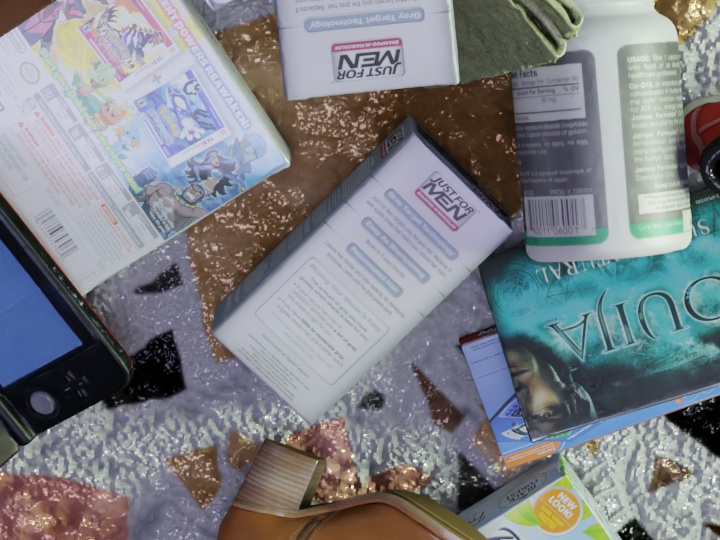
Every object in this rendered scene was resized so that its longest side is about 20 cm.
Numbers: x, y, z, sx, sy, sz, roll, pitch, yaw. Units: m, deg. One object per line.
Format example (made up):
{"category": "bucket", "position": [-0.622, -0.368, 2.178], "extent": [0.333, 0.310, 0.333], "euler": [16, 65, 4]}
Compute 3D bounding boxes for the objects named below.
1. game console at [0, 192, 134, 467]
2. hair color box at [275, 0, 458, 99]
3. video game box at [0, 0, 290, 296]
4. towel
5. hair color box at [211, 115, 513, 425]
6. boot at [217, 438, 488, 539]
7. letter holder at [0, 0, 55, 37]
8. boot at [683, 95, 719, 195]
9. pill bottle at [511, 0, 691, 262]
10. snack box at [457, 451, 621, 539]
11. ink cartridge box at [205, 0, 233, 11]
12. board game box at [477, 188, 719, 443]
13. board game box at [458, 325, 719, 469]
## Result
{"category": "game console", "position": [-0.288, 0.054, 1.425], "extent": [0.172, 0.119, 0.200], "euler": [-27, 107, 33]}
{"category": "hair color box", "position": [-0.003, -0.203, 1.173], "extent": [0.099, 0.061, 0.200], "euler": [-6, 104, 2]}
{"category": "video game box", "position": [-0.175, -0.111, 1.422], "extent": [0.182, 0.047, 0.200], "euler": [-30, 105, 11]}
{"category": "towel", "position": [0.052, -0.186, 1.337], "extent": [0.036, 0.200, 0.148], "euler": [-45, 105, -22]}
{"category": "hair color box", "position": [0.000, 0.000, 1.449], "extent": [0.099, 0.061, 0.200], "euler": [43, 102, -12]}
{"category": "boot", "position": [-0.011, 0.223, 1.478], "extent": [0.200, 0.074, 0.155], "euler": [20, 90, 22]}
{"category": "letter holder", "position": [-0.316, -0.188, 1.332], "extent": [0.200, 0.142, 0.101], "euler": [-32, 68, 8]}
{"category": "boot", "position": [0.318, -0.087, 1.384], "extent": [0.200, 0.144, 0.073], "euler": [-9, 104, 1]}
{"category": "pill bottle", "position": [0.157, -0.110, 1.380], "extent": [0.113, 0.113, 0.200], "euler": [-4, 95, 1]}
{"category": "snack box", "position": [0.102, 0.246, 1.525], "extent": [0.200, 0.053, 0.142], "euler": [-33, 105, 9]}
{"category": "ink cartridge box", "position": [-0.052, -0.249, 1.302], "extent": [0.145, 0.200, 0.084], "euler": [-34, 104, 8]}
{"category": "board game box", "position": [0.194, 0.028, 1.450], "extent": [0.200, 0.028, 0.135], "euler": [-18, 83, 5]}
{"category": "board game box", "position": [0.181, 0.063, 1.490], "extent": [0.200, 0.019, 0.103], "euler": [-20, 104, 5]}
